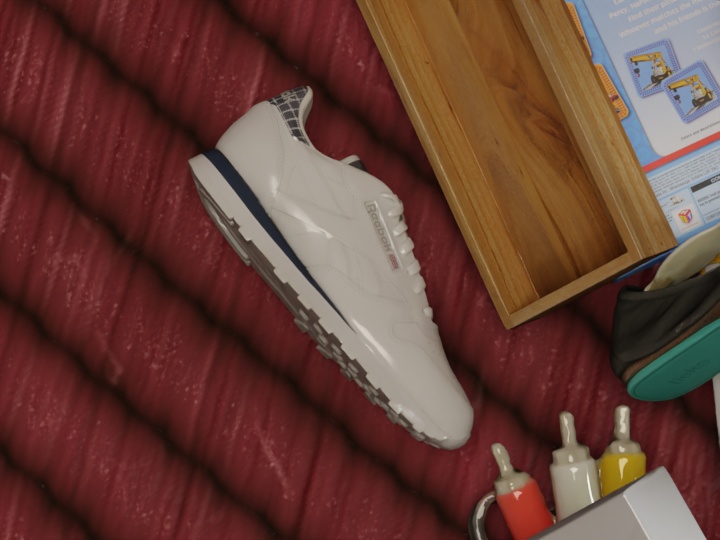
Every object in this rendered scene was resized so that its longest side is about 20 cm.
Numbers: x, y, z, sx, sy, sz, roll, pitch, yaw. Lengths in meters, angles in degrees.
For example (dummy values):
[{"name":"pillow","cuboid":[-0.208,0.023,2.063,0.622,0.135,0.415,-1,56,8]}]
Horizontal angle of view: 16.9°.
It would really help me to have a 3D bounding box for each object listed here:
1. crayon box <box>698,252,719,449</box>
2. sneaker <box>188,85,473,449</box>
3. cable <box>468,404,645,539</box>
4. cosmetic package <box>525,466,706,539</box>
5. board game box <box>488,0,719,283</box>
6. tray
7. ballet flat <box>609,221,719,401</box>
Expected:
[{"name":"crayon box","cuboid":[0.261,0.042,1.150,0.199,0.051,0.127,-11,81,44]},{"name":"sneaker","cuboid":[0.000,0.000,1.214,0.080,0.076,0.200,-37,85,-12]},{"name":"cable","cuboid":[0.114,0.171,1.200,0.097,0.050,0.201,-17,84,6]},{"name":"cosmetic package","cuboid":[0.129,0.217,1.157,0.151,0.052,0.201,-34,83,34]},{"name":"board game box","cuboid":[0.155,-0.116,1.236,0.151,0.037,0.201,-24,84,-1]},{"name":"tray","cuboid":[0.074,-0.082,1.208,0.098,0.037,0.201,-30,82,43]},{"name":"ballet flat","cuboid":[0.190,-0.001,1.141,0.199,0.068,0.069,-27,59,40]}]
